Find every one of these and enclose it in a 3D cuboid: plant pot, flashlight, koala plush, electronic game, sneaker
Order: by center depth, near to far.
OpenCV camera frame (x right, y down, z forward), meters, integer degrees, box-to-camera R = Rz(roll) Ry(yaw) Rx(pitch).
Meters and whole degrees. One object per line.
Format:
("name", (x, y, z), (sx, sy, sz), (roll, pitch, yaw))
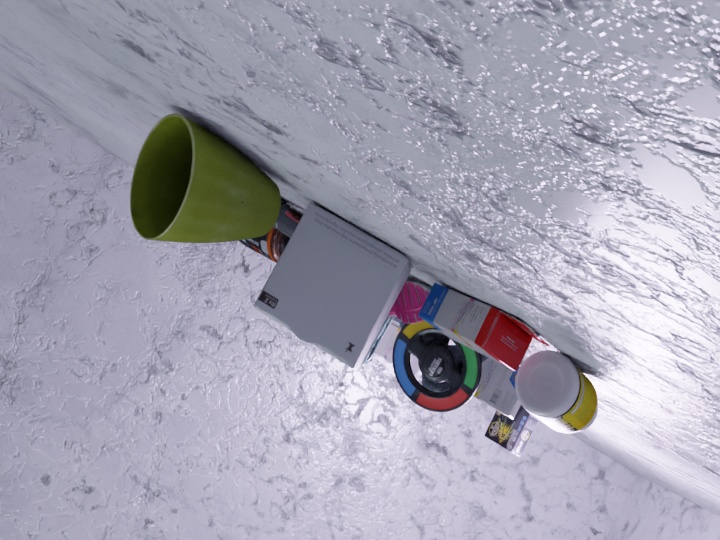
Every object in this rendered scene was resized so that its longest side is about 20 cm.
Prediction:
("plant pot", (-0.227, -0.122, 1.275), (0.197, 0.192, 0.185), (14, -173, -42))
("flashlight", (-0.104, -0.078, 1.522), (0.198, 0.069, 0.068), (34, -179, 27))
("sneaker", (0.094, 0.055, 1.601), (0.087, 0.084, 0.198), (-10, -173, -36))
("electronic game", (0.154, 0.188, 1.663), (0.197, 0.204, 0.041), (28, -161, 22))
("koala plush", (0.161, 0.158, 1.768), (0.201, 0.183, 0.178), (48, 168, 7))

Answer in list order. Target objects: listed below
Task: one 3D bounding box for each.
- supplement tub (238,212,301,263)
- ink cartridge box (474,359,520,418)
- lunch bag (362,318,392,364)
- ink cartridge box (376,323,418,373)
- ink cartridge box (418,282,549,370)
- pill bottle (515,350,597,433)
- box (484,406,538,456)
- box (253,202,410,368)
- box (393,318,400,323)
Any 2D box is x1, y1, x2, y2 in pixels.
("supplement tub", (-0.167, -0.074, 1.653), (0.198, 0.109, 0.106), (26, 174, 45))
("ink cartridge box", (0.308, 0.259, 1.994), (0.197, 0.118, 0.067), (29, 176, 25))
("lunch bag", (0.028, 0.117, 1.845), (0.076, 0.204, 0.160), (26, 173, 2))
("ink cartridge box", (0.174, 0.341, 3.589), (0.197, 0.150, 0.144), (28, 175, 25))
("ink cartridge box", (0.206, 0.100, 1.372), (0.115, 0.068, 0.198), (34, 174, -41))
("pill bottle", (0.353, 0.221, 1.439), (0.111, 0.114, 0.199), (26, 174, 37))
("box", (0.486, 0.460, 2.555), (0.049, 0.203, 0.161), (30, 176, -26))
("box", (-0.043, 0.029, 1.379), (0.196, 0.203, 0.131), (29, 177, 7))
("box", (0.078, 0.094, 2.211), (0.155, 0.052, 0.200), (28, 175, 12))
